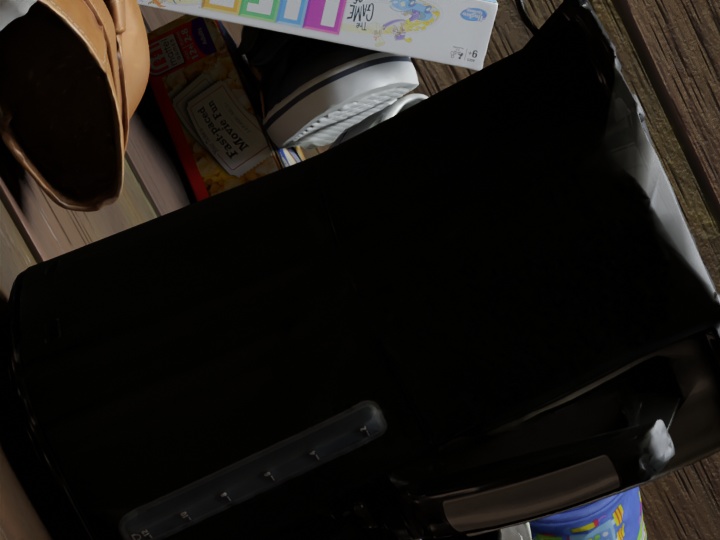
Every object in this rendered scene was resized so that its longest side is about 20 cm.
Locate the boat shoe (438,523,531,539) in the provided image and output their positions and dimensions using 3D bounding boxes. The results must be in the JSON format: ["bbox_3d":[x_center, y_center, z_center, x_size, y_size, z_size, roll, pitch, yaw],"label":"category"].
[{"bbox_3d":[0.039,0.132,1.393,0.201,0.072,0.061,45,16,-52],"label":"boat shoe"}]

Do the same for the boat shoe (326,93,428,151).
[{"bbox_3d":[0.000,0.000,1.299,0.073,0.067,0.200,19,52,-19],"label":"boat shoe"}]

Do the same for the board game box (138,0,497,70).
[{"bbox_3d":[-0.044,-0.147,1.311,0.135,0.199,0.034,-103,-155,-67],"label":"board game box"}]

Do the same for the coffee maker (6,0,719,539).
[{"bbox_3d":[-0.003,0.006,0.842,0.135,0.200,0.193,-1,67,-87],"label":"coffee maker"}]

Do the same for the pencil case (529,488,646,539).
[{"bbox_3d":[0.127,0.160,1.570,0.200,0.078,0.087,73,29,-48],"label":"pencil case"}]

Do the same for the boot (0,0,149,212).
[{"bbox_3d":[-0.127,-0.128,0.981,0.200,0.074,0.155,58,11,-29],"label":"boot"}]

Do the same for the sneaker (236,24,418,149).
[{"bbox_3d":[-0.021,-0.106,1.381,0.200,0.078,0.080,173,-105,-87],"label":"sneaker"}]

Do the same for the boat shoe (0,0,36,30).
[{"bbox_3d":[-0.147,-0.144,0.863,0.072,0.066,0.200,57,9,-52],"label":"boat shoe"}]

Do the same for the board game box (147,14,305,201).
[{"bbox_3d":[-0.041,-0.016,1.424,0.200,0.046,0.152,67,5,22],"label":"board game box"}]
